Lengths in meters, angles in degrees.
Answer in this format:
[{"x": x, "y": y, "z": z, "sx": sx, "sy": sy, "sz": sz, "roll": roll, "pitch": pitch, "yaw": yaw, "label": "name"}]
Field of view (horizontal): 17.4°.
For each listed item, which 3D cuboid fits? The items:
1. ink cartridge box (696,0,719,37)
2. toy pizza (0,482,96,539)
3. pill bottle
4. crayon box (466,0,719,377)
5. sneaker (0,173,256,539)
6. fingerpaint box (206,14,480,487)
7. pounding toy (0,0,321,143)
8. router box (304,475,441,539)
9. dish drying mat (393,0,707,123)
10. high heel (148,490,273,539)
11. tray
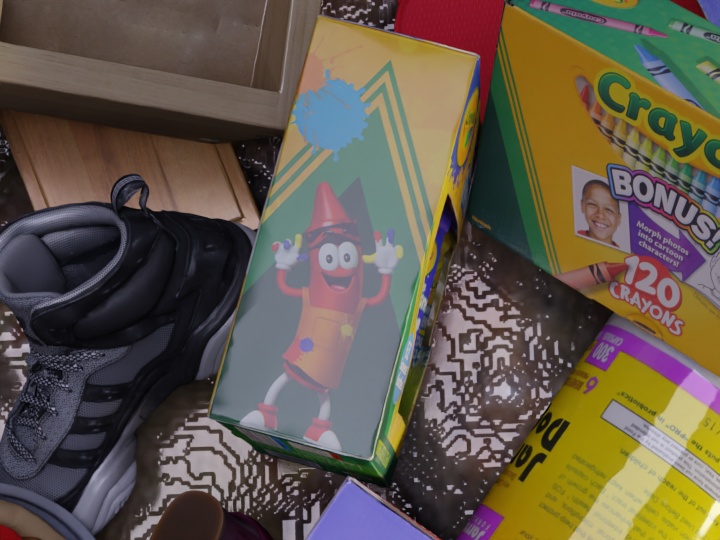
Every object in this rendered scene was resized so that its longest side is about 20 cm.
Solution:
[{"x": 0.227, "y": -0.145, "z": 1.018, "sx": 0.200, "sy": 0.040, "sz": 0.200, "roll": -46, "pitch": 116, "yaw": -29, "label": "ink cartridge box"}, {"x": -0.181, "y": 0.188, "z": 1.011, "sx": 0.032, "sy": 0.200, "sz": 0.201, "roll": 24, "pitch": 81, "yaw": 48, "label": "toy pizza"}, {"x": 0.102, "y": 0.121, "z": 1.037, "sx": 0.104, "sy": 0.104, "sz": 0.201, "roll": 35, "pitch": 84, "yaw": 7, "label": "pill bottle"}, {"x": 0.144, "y": -0.031, "z": 0.977, "sx": 0.199, "sy": 0.119, "sz": 0.058, "roll": 32, "pitch": 46, "yaw": 26, "label": "crayon box"}, {"x": -0.135, "y": 0.042, "z": 1.038, "sx": 0.200, "sy": 0.114, "sz": 0.076, "roll": -49, "pitch": 47, "yaw": 8, "label": "sneaker"}, {"x": 0.000, "y": 0.000, "z": 1.010, "sx": 0.073, "sy": 0.200, "sz": 0.168, "roll": 14, "pitch": 82, "yaw": 5, "label": "fingerpaint box"}, {"x": -0.098, "y": -0.165, "z": 1.040, "sx": 0.183, "sy": 0.142, "sz": 0.202, "roll": 8, "pitch": 86, "yaw": -26, "label": "pounding toy"}, {"x": -0.037, "y": 0.185, "z": 0.997, "sx": 0.049, "sy": 0.180, "sz": 0.201, "roll": 34, "pitch": 84, "yaw": 6, "label": "router box"}, {"x": 0.103, "y": -0.107, "z": 1.065, "sx": 0.198, "sy": 0.018, "sz": 0.078, "roll": 0, "pitch": 91, "yaw": 30, "label": "dish drying mat"}, {"x": -0.095, "y": 0.197, "z": 1.029, "sx": 0.067, "sy": 0.096, "sz": 0.201, "roll": 28, "pitch": 78, "yaw": 27, "label": "high heel"}, {"x": -0.125, "y": -0.092, "z": 1.112, "sx": 0.098, "sy": 0.037, "sz": 0.201, "roll": -22, "pitch": 81, "yaw": -1, "label": "tray"}]
